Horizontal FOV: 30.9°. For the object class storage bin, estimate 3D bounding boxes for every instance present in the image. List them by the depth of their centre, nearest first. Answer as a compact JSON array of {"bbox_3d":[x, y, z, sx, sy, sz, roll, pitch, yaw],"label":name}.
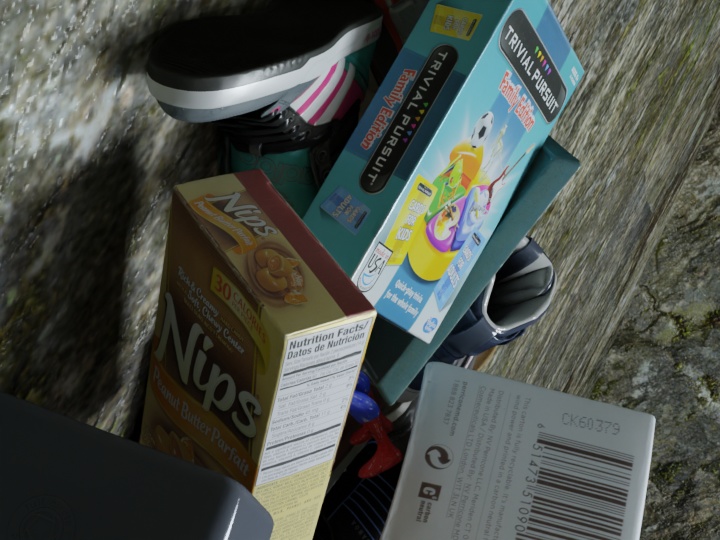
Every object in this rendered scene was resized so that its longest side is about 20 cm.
[{"bbox_3d":[-0.138,0.147,0.619,0.146,0.200,0.134,70,41,-66],"label":"storage bin"}]

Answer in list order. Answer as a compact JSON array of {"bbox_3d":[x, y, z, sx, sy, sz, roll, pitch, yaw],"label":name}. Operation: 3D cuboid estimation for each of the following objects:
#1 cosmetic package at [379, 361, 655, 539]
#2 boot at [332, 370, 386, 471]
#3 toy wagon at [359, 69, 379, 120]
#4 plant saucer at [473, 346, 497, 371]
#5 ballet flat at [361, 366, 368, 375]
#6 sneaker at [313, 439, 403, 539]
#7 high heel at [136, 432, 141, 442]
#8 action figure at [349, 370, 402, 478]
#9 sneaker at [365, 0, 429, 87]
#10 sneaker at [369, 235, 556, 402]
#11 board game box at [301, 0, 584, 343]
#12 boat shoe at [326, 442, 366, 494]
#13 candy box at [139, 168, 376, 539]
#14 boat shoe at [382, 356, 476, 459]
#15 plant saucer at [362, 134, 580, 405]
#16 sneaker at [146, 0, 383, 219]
[{"bbox_3d":[0.101,0.198,0.933,0.200,0.165,0.165,94,12,-53],"label":"cosmetic package"},{"bbox_3d":[-0.025,0.157,0.967,0.200,0.186,0.064,-51,149,-24],"label":"boot"},{"bbox_3d":[0.028,-0.100,0.966,0.155,0.040,0.200,-56,163,-19],"label":"toy wagon"},{"bbox_3d":[0.074,0.007,1.165,0.200,0.035,0.200,-16,112,-46],"label":"plant saucer"},{"bbox_3d":[0.009,0.103,1.165,0.200,0.069,0.069,-43,154,-47],"label":"ballet flat"},{"bbox_3d":[-0.001,0.193,1.077,0.070,0.078,0.200,-36,-147,56],"label":"sneaker"},{"bbox_3d":[-0.093,0.080,0.836,0.200,0.067,0.096,-49,154,8],"label":"high heel"},{"bbox_3d":[-0.052,0.062,0.889,0.099,0.065,0.200,-23,119,0],"label":"action figure"},{"bbox_3d":[0.020,-0.173,0.804,0.077,0.082,0.200,-28,125,-30],"label":"sneaker"},{"bbox_3d":[0.085,-0.005,0.996,0.146,0.077,0.202,-38,-155,36],"label":"sneaker"},{"bbox_3d":[0.050,-0.066,0.760,0.200,0.047,0.151,-60,156,-1],"label":"board game box"},{"bbox_3d":[-0.062,0.168,1.063,0.200,0.064,0.071,-53,-168,-10],"label":"boat shoe"},{"bbox_3d":[-0.061,0.062,0.683,0.055,0.115,0.200,-16,138,-31],"label":"candy box"},{"bbox_3d":[0.065,0.072,1.079,0.057,0.067,0.200,56,50,-27],"label":"boat shoe"},{"bbox_3d":[0.062,-0.007,0.853,0.019,0.070,0.200,30,104,-30],"label":"plant saucer"},{"bbox_3d":[-0.053,-0.077,0.705,0.200,0.084,0.121,-36,139,-58],"label":"sneaker"}]
